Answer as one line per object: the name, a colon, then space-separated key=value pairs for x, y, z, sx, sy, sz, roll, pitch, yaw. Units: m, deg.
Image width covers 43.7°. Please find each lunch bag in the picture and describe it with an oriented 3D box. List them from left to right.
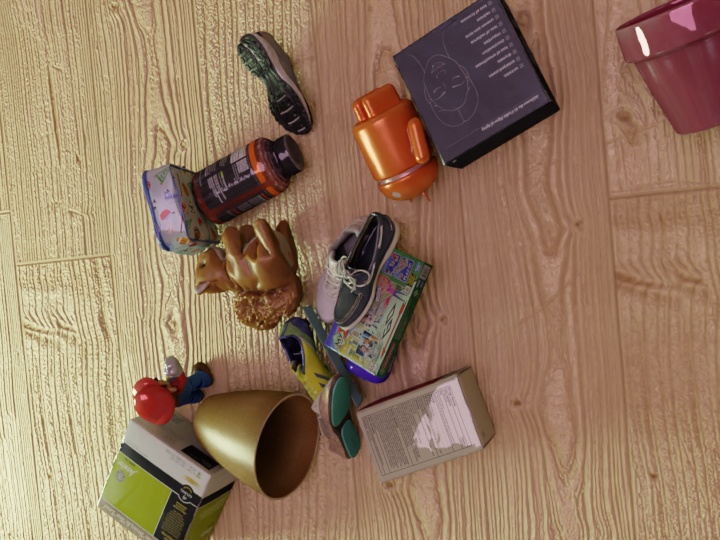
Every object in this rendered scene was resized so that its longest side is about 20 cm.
lunch bag: x=-0.326 y=-0.114 z=1.635 sx=0.074 sy=0.200 sz=0.164 roll=-18 pitch=86 yaw=7

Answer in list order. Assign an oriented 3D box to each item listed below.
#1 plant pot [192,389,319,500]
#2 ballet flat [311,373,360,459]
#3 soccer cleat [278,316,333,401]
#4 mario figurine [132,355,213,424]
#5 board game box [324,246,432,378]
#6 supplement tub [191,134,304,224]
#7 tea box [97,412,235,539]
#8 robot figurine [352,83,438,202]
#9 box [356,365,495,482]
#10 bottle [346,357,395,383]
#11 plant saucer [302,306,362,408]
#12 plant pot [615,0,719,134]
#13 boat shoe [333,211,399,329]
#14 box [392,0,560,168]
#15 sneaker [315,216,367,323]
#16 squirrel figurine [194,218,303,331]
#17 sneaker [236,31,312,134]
plant pot: x=-0.205 y=0.296 z=1.633 sx=0.196 sy=0.185 sz=0.191 roll=9 pitch=97 yaw=33
ballet flat: x=-0.050 y=0.255 z=1.576 sx=0.066 sy=0.068 sz=0.203 roll=15 pitch=132 yaw=29
soccer cleat: x=-0.094 y=0.182 z=1.599 sx=0.064 sy=0.084 sz=0.204 roll=-15 pitch=108 yaw=28
mario figurine: x=-0.359 y=0.213 z=1.662 sx=0.103 sy=0.199 sz=0.127 roll=3 pitch=94 yaw=20
board game box: x=0.029 y=0.061 z=1.514 sx=0.133 sy=0.029 sz=0.204 roll=25 pitch=92 yaw=41
supplement tub: x=-0.200 y=-0.169 z=1.624 sx=0.197 sy=0.107 sz=0.109 roll=-24 pitch=85 yaw=18
tea box: x=-0.362 y=0.404 z=1.712 sx=0.198 sy=0.133 sz=0.200 roll=30 pitch=103 yaw=17
robot figurine: x=0.060 y=-0.205 z=1.503 sx=0.142 sy=0.117 sz=0.203 roll=-19 pitch=105 yaw=28
box: x=0.112 y=0.260 z=1.529 sx=0.197 sy=0.109 sz=0.131 roll=-22 pitch=85 yaw=21
bottle: x=0.038 y=0.091 z=1.571 sx=0.082 sy=0.065 sz=0.204 roll=22 pitch=101 yaw=24
plant saucer: x=-0.048 y=0.152 z=1.608 sx=0.019 sy=0.070 sz=0.203 roll=-30 pitch=85 yaw=-4
plant pot: x=0.495 y=-0.308 z=1.312 sx=0.196 sy=0.200 sz=0.182 roll=-20 pitch=102 yaw=21
boat shoe: x=0.000 y=0.000 z=1.497 sx=0.074 sy=0.061 sz=0.203 roll=33 pitch=97 yaw=40
box: x=0.188 y=-0.303 z=1.455 sx=0.197 sy=0.124 sz=0.200 roll=-28 pitch=82 yaw=20
sneaker: x=-0.040 y=-0.001 z=1.577 sx=0.077 sy=0.099 sz=0.204 roll=24 pitch=102 yaw=18
squirrel figurine: x=-0.204 y=0.019 z=1.617 sx=0.183 sy=0.141 sz=0.204 roll=-20 pitch=94 yaw=13
sneaker: x=-0.138 y=-0.340 z=1.610 sx=0.073 sy=0.079 sz=0.203 roll=-22 pitch=103 yaw=37
